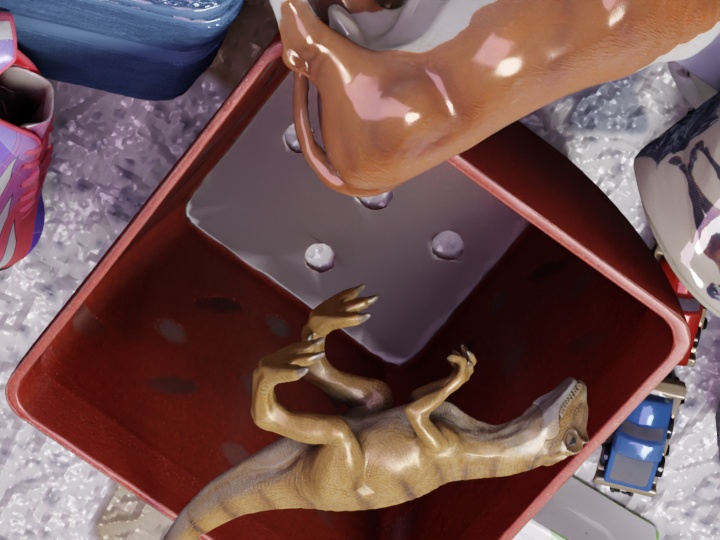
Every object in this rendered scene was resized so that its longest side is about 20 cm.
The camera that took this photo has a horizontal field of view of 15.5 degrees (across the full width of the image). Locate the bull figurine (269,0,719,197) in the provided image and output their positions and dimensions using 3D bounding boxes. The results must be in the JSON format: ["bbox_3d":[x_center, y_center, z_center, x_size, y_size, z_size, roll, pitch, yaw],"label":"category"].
[{"bbox_3d":[0.059,-0.104,0.940,0.200,0.065,0.122,-31,116,-2],"label":"bull figurine"}]

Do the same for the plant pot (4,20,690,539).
[{"bbox_3d":[0.000,0.000,1.104,0.200,0.176,0.200,35,114,-12],"label":"plant pot"}]

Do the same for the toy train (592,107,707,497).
[{"bbox_3d":[0.140,0.018,1.172,0.034,0.046,0.201,12,116,-1],"label":"toy train"}]

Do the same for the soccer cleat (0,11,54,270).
[{"bbox_3d":[-0.154,-0.052,1.102,0.073,0.068,0.200,-12,158,5],"label":"soccer cleat"}]

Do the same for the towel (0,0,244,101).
[{"bbox_3d":[-0.105,-0.114,1.058,0.111,0.200,0.049,14,81,-7],"label":"towel"}]

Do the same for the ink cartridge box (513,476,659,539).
[{"bbox_3d":[0.038,0.180,1.245,0.117,0.067,0.200,31,114,-10],"label":"ink cartridge box"}]

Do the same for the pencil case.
[{"bbox_3d":[0.198,-0.059,1.004,0.200,0.078,0.090,-36,90,20],"label":"pencil case"}]

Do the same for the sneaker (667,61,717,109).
[{"bbox_3d":[0.171,-0.148,1.063,0.081,0.075,0.201,23,122,32],"label":"sneaker"}]

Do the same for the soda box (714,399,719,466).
[{"bbox_3d":[0.262,0.074,1.177,0.199,0.063,0.069,12,114,-1],"label":"soda box"}]

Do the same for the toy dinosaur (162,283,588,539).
[{"bbox_3d":[-0.013,0.071,1.008,0.199,0.060,0.107,-14,115,12],"label":"toy dinosaur"}]

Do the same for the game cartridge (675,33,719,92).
[{"bbox_3d":[0.143,-0.143,0.999,0.200,0.041,0.133,30,124,-32],"label":"game cartridge"}]
